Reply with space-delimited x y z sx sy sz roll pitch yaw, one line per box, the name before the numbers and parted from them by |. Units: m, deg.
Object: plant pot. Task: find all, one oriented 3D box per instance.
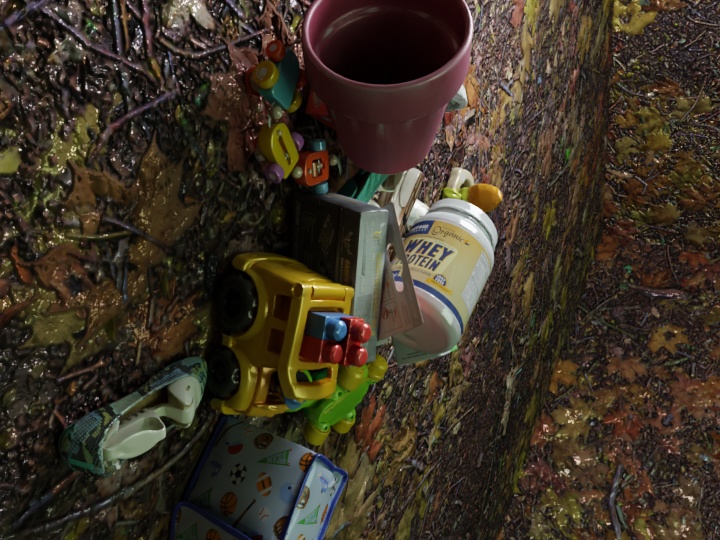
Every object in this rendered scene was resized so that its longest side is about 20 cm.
plant pot | 0.032 -0.226 0.761 0.203 0.196 0.180 -61 164 -26

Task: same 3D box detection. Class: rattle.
rattle | 0.266 -0.140 1.363 0.200 0.140 0.133 44 45 -51

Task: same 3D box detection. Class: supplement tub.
supplement tub | 0.116 0.006 0.938 0.202 0.141 0.146 -58 146 -30

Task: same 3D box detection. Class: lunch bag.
lunch bag | -0.136 0.308 0.774 0.203 0.167 0.124 -65 146 -20

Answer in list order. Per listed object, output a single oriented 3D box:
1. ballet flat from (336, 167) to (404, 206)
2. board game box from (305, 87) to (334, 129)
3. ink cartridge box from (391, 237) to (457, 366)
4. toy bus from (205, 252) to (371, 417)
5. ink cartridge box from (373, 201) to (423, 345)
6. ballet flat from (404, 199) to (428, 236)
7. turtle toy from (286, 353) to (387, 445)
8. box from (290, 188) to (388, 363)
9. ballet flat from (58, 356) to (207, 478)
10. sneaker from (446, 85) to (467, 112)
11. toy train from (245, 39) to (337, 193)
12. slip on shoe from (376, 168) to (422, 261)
ballet flat | 0.014 -0.119 0.896 0.070 0.068 0.202 30 106 -21
board game box | 0.002 -0.275 0.920 0.199 0.039 0.157 13 90 -62
ink cartridge box | 0.097 0.053 1.089 0.145 0.082 0.205 9 67 -70
toy bus | -0.078 0.097 0.759 0.134 0.189 0.206 5 99 -53
ink cartridge box | 0.016 0.017 0.853 0.046 0.198 0.164 -5 76 -38
ballet flat | 0.102 -0.090 1.142 0.069 0.074 0.200 -65 149 -18
turtle toy | -0.054 0.175 0.936 0.198 0.101 0.148 -1 126 -59
box | -0.036 0.004 0.839 0.047 0.157 0.206 -8 109 -38
ballet flat | -0.219 0.157 0.667 0.199 0.073 0.076 -34 130 -52
sneaker | 0.119 -0.307 0.942 0.200 0.076 0.102 28 61 -72
toy train | -0.089 -0.187 0.777 0.150 0.054 0.205 -42 134 -53
slip on shoe | 0.036 -0.073 0.949 0.076 0.059 0.204 72 37 -68
